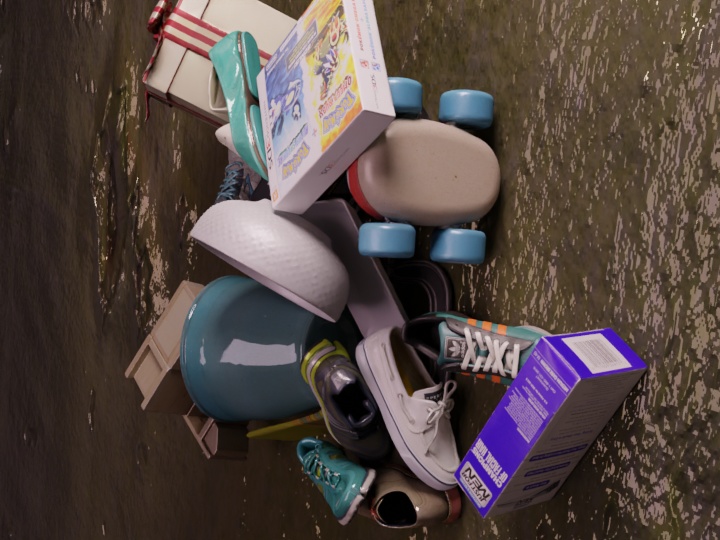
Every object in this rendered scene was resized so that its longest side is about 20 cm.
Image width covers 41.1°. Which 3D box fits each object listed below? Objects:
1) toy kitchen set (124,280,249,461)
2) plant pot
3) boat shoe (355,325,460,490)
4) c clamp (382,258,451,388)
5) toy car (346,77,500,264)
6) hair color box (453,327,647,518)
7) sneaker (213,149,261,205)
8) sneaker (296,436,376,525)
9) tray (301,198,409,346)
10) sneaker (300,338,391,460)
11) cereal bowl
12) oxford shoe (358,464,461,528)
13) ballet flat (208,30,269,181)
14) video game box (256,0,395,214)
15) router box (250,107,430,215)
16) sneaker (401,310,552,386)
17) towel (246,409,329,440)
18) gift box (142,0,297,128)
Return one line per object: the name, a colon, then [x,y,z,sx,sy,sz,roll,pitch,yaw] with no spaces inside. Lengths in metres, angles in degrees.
toy kitchen set: [-0.192,0.152,1.387,0.181,0.199,0.163,-55,49,17]
plant pot: [-0.102,0.106,1.272,0.187,0.199,0.202,-1,91,35]
boat shoe: [0.076,0.154,1.117,0.086,0.074,0.203,-35,78,41]
c clamp: [0.054,0.064,1.196,0.170,0.027,0.202,-6,86,46]
toy car: [0.041,-0.104,1.097,0.200,0.175,0.186,0,87,63]
hair color box: [0.187,0.153,0.964,0.065,0.109,0.201,50,128,37]
sneaker: [-0.175,-0.111,1.417,0.077,0.086,0.202,-21,77,49]
sneaker: [-0.037,0.261,1.215,0.078,0.079,0.200,-58,15,-6]
tray: [0.000,0.000,1.152,0.107,0.022,0.201,2,123,56]
sneaker: [-0.009,0.175,1.170,0.081,0.074,0.201,46,169,50]
cereal bowl: [-0.094,-0.023,1.120,0.199,0.200,0.084,24,80,48]
oxford shoe: [0.033,0.282,1.191,0.199,0.074,0.071,-17,82,51]
ballet flat: [-0.143,-0.188,1.148,0.070,0.067,0.202,-20,72,21]
video game box: [-0.045,-0.188,1.034,0.200,0.046,0.184,-41,53,47]
router box: [-0.027,-0.136,1.180,0.200,0.148,0.051,-51,55,39]
sneaker: [0.129,0.089,1.048,0.199,0.079,0.072,11,100,44]
towel: [-0.070,0.209,1.308,0.199,0.085,0.018,-24,60,50]
gift box: [-0.195,-0.269,1.267,0.201,0.185,0.184,-65,9,-6]
